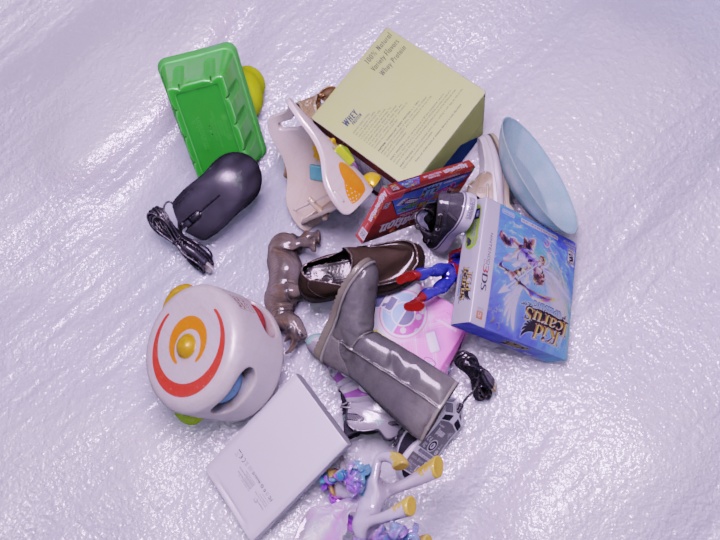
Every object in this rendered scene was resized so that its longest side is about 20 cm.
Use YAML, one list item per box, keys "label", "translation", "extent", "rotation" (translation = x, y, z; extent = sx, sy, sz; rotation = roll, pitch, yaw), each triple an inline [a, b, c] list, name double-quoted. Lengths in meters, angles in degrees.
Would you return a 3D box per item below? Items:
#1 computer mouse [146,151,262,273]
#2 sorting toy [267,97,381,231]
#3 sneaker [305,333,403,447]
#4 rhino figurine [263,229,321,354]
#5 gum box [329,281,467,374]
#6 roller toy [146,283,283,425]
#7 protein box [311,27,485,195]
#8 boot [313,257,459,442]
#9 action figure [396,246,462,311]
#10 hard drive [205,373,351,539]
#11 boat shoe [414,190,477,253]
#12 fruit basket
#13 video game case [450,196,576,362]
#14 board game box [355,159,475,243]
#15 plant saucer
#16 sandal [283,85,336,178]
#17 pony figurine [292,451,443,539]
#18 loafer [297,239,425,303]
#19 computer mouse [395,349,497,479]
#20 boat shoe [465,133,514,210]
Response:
- label: "computer mouse"
  translation: [-0.235, -0.100, 1.173]
  extent: [0.138, 0.053, 0.200]
  rotation: [44, 101, -12]
- label: "sorting toy"
  translation: [-0.073, -0.171, 1.130]
  extent: [0.107, 0.199, 0.181]
  rotation: [-41, 102, -20]
- label: "sneaker"
  translation: [-0.019, 0.188, 1.091]
  extent: [0.197, 0.078, 0.142]
  rotation: [25, 80, 20]
- label: "rhino figurine"
  translation: [-0.110, 0.030, 1.164]
  extent: [0.085, 0.060, 0.205]
  rotation: [-1, 73, 8]
- label: "gum box"
  translation: [0.066, 0.081, 1.120]
  extent: [0.197, 0.066, 0.115]
  rotation: [30, 77, 16]
- label: "roller toy"
  translation: [-0.215, 0.118, 1.080]
  extent: [0.179, 0.139, 0.205]
  rotation: [-6, 72, 28]
- label: "protein box"
  translation: [0.064, -0.231, 1.188]
  extent: [0.199, 0.135, 0.200]
  rotation: [36, 80, 17]
- label: "boot"
  translation: [0.045, 0.106, 1.010]
  extent: [0.198, 0.072, 0.185]
  rotation: [32, 113, 25]
- label: "action figure"
  translation: [0.144, 0.004, 1.076]
  extent: [0.097, 0.199, 0.067]
  rotation: [-12, 96, 35]
- label: "hard drive"
  translation: [-0.122, 0.269, 1.073]
  extent: [0.200, 0.026, 0.132]
  rotation: [-45, 66, 6]
- label: "boat shoe"
  translation: [0.112, -0.073, 1.092]
  extent: [0.065, 0.200, 0.072]
  rotation: [13, 82, -7]
- label: "fruit basket"
  translation: [-0.233, -0.274, 1.234]
  extent: [0.152, 0.216, 0.221]
  rotation: [-13, 70, 2]
- label: "video game case"
  translation: [0.227, 0.017, 1.071]
  extent: [0.197, 0.045, 0.186]
  rotation: [21, 71, -30]
- label: "board game box"
  translation: [0.084, -0.104, 1.107]
  extent: [0.198, 0.104, 0.020]
  rotation: [-22, 64, -41]
- label: "plant saucer"
  translation: [0.258, -0.136, 1.122]
  extent: [0.038, 0.199, 0.205]
  rotation: [-32, 67, 29]
- label: "sandal"
  translation: [-0.086, -0.256, 1.247]
  extent: [0.069, 0.078, 0.214]
  rotation: [29, 82, 10]
- label: "pony figurine"
  translation: [0.009, 0.335, 0.994]
  extent: [0.197, 0.166, 0.197]
  rotation: [-18, 48, 41]
- label: "loafer"
  translation: [0.000, 0.000, 1.082]
  extent: [0.195, 0.072, 0.075]
  rotation: [-16, 68, 2]
- label: "computer mouse"
  translation: [0.111, 0.211, 1.064]
  extent: [0.201, 0.110, 0.044]
  rotation: [-49, 46, -2]
- label: "boat shoe"
  translation: [0.199, -0.122, 1.167]
  extent: [0.067, 0.075, 0.205]
  rotation: [-7, 69, 3]
